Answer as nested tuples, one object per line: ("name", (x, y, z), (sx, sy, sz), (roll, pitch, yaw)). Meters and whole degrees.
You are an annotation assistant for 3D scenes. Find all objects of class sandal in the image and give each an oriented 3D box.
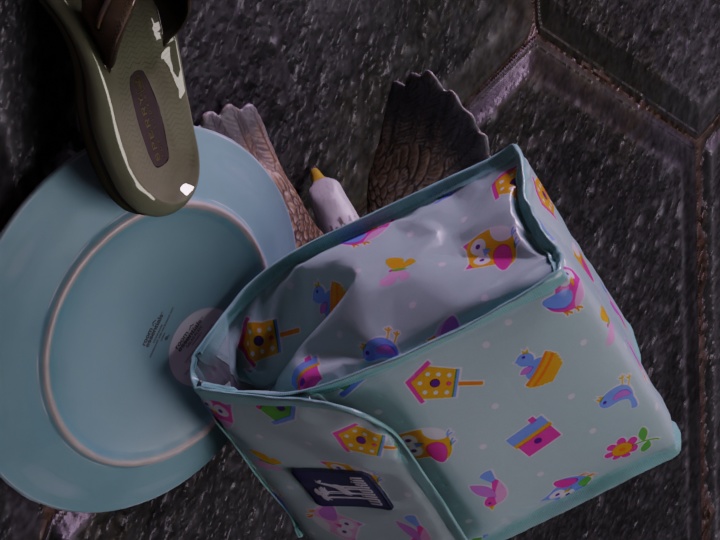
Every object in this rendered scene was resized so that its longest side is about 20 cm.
("sandal", (-0.103, -0.122, 1.235), (0.080, 0.057, 0.202), (-40, 120, -44))

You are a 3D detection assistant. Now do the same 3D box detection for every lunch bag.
("lunch bag", (0.033, 0.059, 1.346), (0.199, 0.122, 0.171), (-28, 135, 7))

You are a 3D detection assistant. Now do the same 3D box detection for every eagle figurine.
("eagle figurine", (-0.005, -0.005, 1.439), (0.152, 0.151, 0.200), (-50, 157, -16))

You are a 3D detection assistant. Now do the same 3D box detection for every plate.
("plate", (-0.103, 0.028, 1.319), (0.200, 0.026, 0.201), (-18, 119, -36))
